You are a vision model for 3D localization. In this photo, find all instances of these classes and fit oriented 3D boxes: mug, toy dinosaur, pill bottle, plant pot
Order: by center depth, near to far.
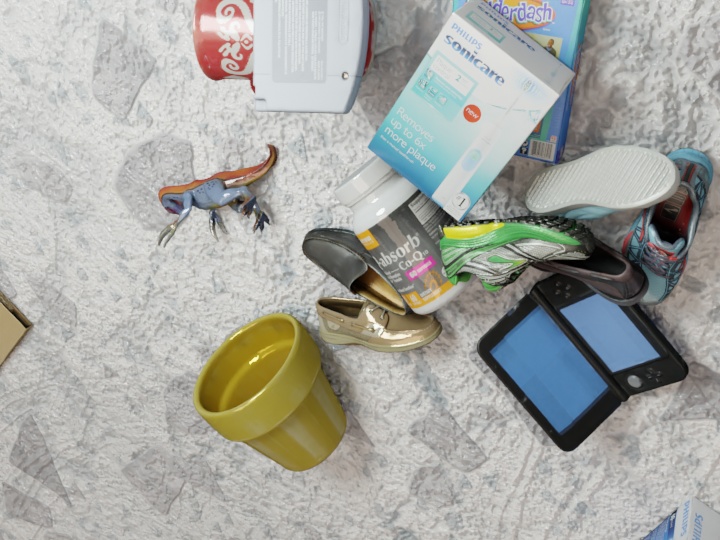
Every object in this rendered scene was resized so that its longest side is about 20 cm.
[{"bbox_3d":[-0.082,-0.291,1.109,0.198,0.177,0.135,8,84,17],"label":"mug"},{"bbox_3d":[0.060,-0.052,1.156,0.116,0.116,0.201,-32,100,36],"label":"pill bottle"},{"bbox_3d":[-0.218,-0.111,1.312,0.180,0.105,0.202,26,90,26],"label":"toy dinosaur"},{"bbox_3d":[-0.124,0.201,1.358,0.199,0.202,0.189,-16,125,33],"label":"plant pot"}]

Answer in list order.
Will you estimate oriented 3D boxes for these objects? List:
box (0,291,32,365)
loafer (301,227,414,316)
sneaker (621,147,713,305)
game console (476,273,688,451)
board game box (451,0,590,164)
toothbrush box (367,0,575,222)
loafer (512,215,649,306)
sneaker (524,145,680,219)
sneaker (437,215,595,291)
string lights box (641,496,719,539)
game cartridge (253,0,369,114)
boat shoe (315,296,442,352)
[{"bbox_3d":[-0.727,0.098,1.698,0.164,0.021,0.200,47,127,-4],"label":"box"},{"bbox_3d":[0.000,0.000,1.243,0.198,0.072,0.073,22,126,15],"label":"loafer"},{"bbox_3d":[0.348,-0.038,1.032,0.078,0.096,0.202,16,123,18],"label":"sneaker"},{"bbox_3d":[0.282,0.113,1.132,0.200,0.118,0.170,48,145,-6],"label":"game console"},{"bbox_3d":[0.177,-0.238,1.035,0.150,0.045,0.202,16,124,19],"label":"board game box"},{"bbox_3d":[0.124,-0.182,1.013,0.146,0.085,0.200,39,127,2],"label":"toothbrush box"},{"bbox_3d":[0.254,-0.026,1.066,0.199,0.072,0.063,31,173,38],"label":"loafer"},{"bbox_3d":[0.289,-0.098,1.024,0.199,0.081,0.075,1,85,51],"label":"sneaker"},{"bbox_3d":[0.185,-0.021,1.048,0.198,0.078,0.086,-3,96,40],"label":"sneaker"},{"bbox_3d":[0.425,0.421,1.252,0.059,0.103,0.201,34,128,5],"label":"string lights box"},{"bbox_3d":[-0.056,-0.280,1.001,0.132,0.040,0.203,5,101,17],"label":"game cartridge"},{"bbox_3d":[0.021,0.071,1.275,0.198,0.071,0.065,0,118,28],"label":"boat shoe"}]
